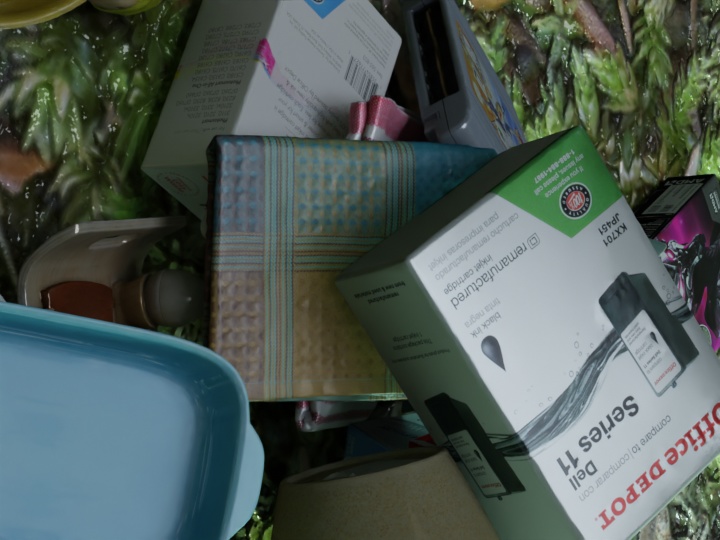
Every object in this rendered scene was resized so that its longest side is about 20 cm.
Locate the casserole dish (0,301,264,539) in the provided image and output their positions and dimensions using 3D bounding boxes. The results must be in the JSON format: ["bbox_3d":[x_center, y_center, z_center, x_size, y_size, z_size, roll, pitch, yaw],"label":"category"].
[{"bbox_3d":[-0.143,0.081,0.821,0.200,0.039,0.121,13,83,-22],"label":"casserole dish"}]

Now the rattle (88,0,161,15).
[{"bbox_3d":[-0.101,-0.243,0.959,0.130,0.143,0.200,8,82,-52],"label":"rattle"}]

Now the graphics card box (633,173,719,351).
[{"bbox_3d":[0.233,0.023,1.405,0.200,0.051,0.126,-40,117,-44],"label":"graphics card box"}]

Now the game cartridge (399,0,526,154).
[{"bbox_3d":[0.075,-0.093,1.160,0.133,0.041,0.200,51,18,-32],"label":"game cartridge"}]

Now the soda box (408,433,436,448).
[{"bbox_3d":[0.069,0.193,1.077,0.070,0.063,0.200,-15,114,-45],"label":"soda box"}]

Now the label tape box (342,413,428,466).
[{"bbox_3d":[0.026,0.166,1.118,0.200,0.066,0.144,-2,103,-48],"label":"label tape box"}]

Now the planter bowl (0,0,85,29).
[{"bbox_3d":[-0.205,-0.209,0.866,0.200,0.083,0.201,3,85,-37],"label":"planter bowl"}]

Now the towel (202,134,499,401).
[{"bbox_3d":[0.000,0.000,1.000,0.200,0.022,0.147,0,93,-35],"label":"towel"}]

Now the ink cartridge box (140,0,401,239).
[{"bbox_3d":[-0.055,-0.082,1.054,0.115,0.068,0.200,43,56,-45],"label":"ink cartridge box"}]

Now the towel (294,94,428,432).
[{"bbox_3d":[0.006,-0.001,1.081,0.146,0.030,0.200,6,96,-75],"label":"towel"}]

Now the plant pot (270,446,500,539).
[{"bbox_3d":[0.022,0.201,0.965,0.187,0.187,0.200,-11,90,-49],"label":"plant pot"}]

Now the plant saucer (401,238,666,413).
[{"bbox_3d":[0.101,0.022,1.152,0.201,0.201,0.039,-34,91,-45],"label":"plant saucer"}]

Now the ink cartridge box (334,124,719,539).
[{"bbox_3d":[0.104,0.045,0.988,0.147,0.083,0.200,-38,101,-28],"label":"ink cartridge box"}]

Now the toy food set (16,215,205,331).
[{"bbox_3d":[-0.110,0.073,0.943,0.143,0.060,0.200,-12,93,-73],"label":"toy food set"}]

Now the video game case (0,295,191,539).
[{"bbox_3d":[-0.198,0.117,0.828,0.182,0.022,0.200,-41,103,-20],"label":"video game case"}]
